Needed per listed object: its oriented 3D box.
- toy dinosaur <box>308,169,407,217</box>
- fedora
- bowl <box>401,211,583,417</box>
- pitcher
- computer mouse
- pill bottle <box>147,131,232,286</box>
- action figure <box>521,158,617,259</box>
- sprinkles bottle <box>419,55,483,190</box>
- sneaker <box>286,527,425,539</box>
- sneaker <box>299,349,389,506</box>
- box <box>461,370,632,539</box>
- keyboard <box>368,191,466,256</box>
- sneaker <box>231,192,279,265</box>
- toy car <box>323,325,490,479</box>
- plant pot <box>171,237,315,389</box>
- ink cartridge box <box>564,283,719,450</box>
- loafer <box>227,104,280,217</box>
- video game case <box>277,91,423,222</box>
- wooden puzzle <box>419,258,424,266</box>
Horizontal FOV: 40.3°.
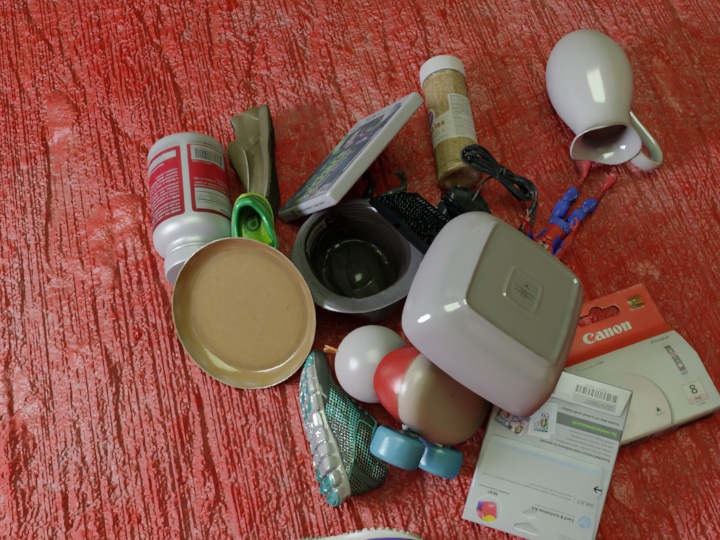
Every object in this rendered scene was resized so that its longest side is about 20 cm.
[{"bbox_3d":[0.028,-0.097,1.378,0.199,0.047,0.089,3,88,1],"label":"toy dinosaur"},{"bbox_3d":[0.000,0.000,1.304,0.176,0.091,0.200,-31,55,-15],"label":"fedora"},{"bbox_3d":[0.161,0.036,1.093,0.199,0.075,0.200,34,53,-9],"label":"bowl"},{"bbox_3d":[0.352,-0.238,1.406,0.171,0.121,0.201,19,48,-32],"label":"pitcher"},{"bbox_3d":[0.159,-0.059,1.351,0.140,0.046,0.201,27,82,-14],"label":"computer mouse"},{"bbox_3d":[-0.232,-0.081,1.351,0.112,0.112,0.201,-9,62,-1],"label":"pill bottle"},{"bbox_3d":[0.276,-0.079,1.330,0.065,0.099,0.200,32,71,19],"label":"action figure"},{"bbox_3d":[0.132,-0.216,1.425,0.068,0.068,0.201,-7,62,0],"label":"sprinkles bottle"},{"bbox_3d":[-0.017,0.357,1.134,0.199,0.070,0.100,-8,68,4],"label":"sneaker"},{"bbox_3d":[-0.021,0.192,1.226,0.091,0.078,0.201,-6,64,-18],"label":"sneaker"},{"bbox_3d":[0.221,0.219,1.166,0.155,0.041,0.201,15,83,11],"label":"box"},{"bbox_3d":[0.090,-0.071,1.236,0.103,0.040,0.200,-6,27,-21],"label":"keyboard"},{"bbox_3d":[-0.134,-0.004,1.298,0.074,0.084,0.201,-17,89,6],"label":"sneaker"},{"bbox_3d":[0.045,0.127,1.203,0.199,0.177,0.185,20,87,39],"label":"toy car"},{"bbox_3d":[-0.147,0.053,1.262,0.199,0.027,0.201,4,105,16],"label":"plant pot"},{"bbox_3d":[0.338,0.116,1.247,0.162,0.057,0.201,-19,67,-6],"label":"ink cartridge box"},{"bbox_3d":[-0.155,-0.149,1.409,0.067,0.076,0.201,-7,55,4],"label":"loafer"},{"bbox_3d":[-0.017,-0.154,1.351,0.023,0.182,0.200,44,69,-15],"label":"video game case"},{"bbox_3d":[0.175,0.016,1.223,0.185,0.037,0.200,41,28,3],"label":"wooden puzzle"}]
